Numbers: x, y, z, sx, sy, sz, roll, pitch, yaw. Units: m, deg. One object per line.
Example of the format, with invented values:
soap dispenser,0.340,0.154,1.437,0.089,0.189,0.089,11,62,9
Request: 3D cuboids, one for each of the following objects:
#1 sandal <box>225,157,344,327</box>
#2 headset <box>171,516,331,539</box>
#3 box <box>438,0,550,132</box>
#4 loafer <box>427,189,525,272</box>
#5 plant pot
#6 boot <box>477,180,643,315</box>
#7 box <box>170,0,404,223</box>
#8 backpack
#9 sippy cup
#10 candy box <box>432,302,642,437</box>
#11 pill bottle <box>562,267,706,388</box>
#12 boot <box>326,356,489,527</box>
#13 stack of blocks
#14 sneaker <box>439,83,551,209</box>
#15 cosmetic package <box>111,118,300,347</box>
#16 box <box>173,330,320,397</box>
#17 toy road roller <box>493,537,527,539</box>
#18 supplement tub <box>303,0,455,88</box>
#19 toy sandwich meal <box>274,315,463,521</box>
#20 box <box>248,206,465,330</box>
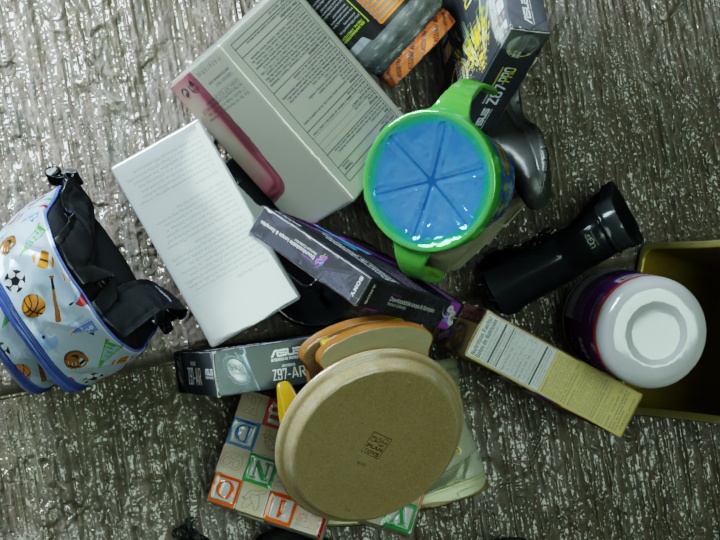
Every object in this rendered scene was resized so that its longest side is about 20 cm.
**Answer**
sandal,-0.082,-0.027,1.520,0.076,0.043,0.201,-33,98,-18
headset,-0.095,0.308,1.497,0.200,0.094,0.124,34,76,-31
box,0.128,-0.266,1.509,0.049,0.161,0.201,5,57,-19
loafer,0.126,-0.069,1.586,0.076,0.068,0.200,36,56,23
plant pot,0.428,0.083,1.631,0.199,0.195,0.195,15,82,-28
boot,0.212,-0.023,1.601,0.168,0.200,0.077,-27,91,16
box,-0.066,-0.161,1.482,0.200,0.109,0.128,49,53,-11
backpack,-0.274,0.022,1.371,0.154,0.191,0.200,-38,100,0
sippy cup,0.088,-0.087,1.452,0.178,0.130,0.140,-39,78,21
candy box,0.183,0.102,1.569,0.200,0.117,0.057,29,87,-16
pill bottle,0.278,0.056,1.557,0.112,0.200,0.113,0,93,-7
boot,0.025,0.176,1.536,0.199,0.072,0.155,-13,89,-19
stack of blocks,-0.037,0.204,1.461,0.199,0.059,0.116,16,77,6
sneaker,0.142,-0.134,1.561,0.090,0.076,0.200,-17,49,-4
cosmetic package,-0.151,-0.036,1.462,0.101,0.071,0.200,-29,92,-4
box,-0.068,0.087,1.458,0.199,0.160,0.044,-8,89,-19
toy road roller,0.124,0.351,1.521,0.199,0.146,0.123,-10,90,-20
supplement tub,-0.007,-0.288,1.509,0.200,0.123,0.123,44,74,-5
toy sandwich meal,0.002,0.139,1.382,0.204,0.070,0.206,-9,119,-17
box,0.000,0.000,1.447,0.200,0.143,0.036,14,107,-60
